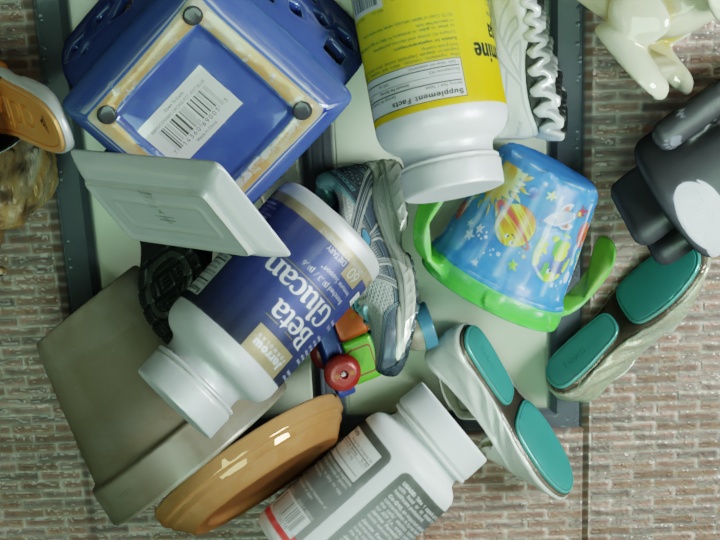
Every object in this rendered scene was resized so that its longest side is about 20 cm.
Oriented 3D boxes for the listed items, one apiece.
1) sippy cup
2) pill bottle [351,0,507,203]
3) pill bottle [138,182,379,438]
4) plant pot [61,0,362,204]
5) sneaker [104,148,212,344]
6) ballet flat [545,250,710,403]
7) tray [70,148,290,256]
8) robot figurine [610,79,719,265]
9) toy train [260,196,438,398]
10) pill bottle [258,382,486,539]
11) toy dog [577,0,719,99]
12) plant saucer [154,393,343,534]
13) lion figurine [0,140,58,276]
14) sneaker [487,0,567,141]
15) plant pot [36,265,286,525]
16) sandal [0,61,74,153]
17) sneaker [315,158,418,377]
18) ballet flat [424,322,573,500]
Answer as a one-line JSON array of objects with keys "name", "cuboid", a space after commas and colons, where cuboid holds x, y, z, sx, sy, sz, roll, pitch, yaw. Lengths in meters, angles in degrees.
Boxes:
[{"name": "sippy cup", "cuboid": [0.140, -0.035, 1.641, 0.139, 0.177, 0.131, 31, 104, 23]}, {"name": "pill bottle", "cuboid": [0.059, -0.162, 1.541, 0.111, 0.112, 0.202, -11, 85, 6]}, {"name": "pill bottle", "cuboid": [-0.086, 0.036, 1.533, 0.111, 0.111, 0.200, 45, 80, -18]}, {"name": "plant pot", "cuboid": [-0.124, -0.161, 1.550, 0.200, 0.180, 0.200, 41, 109, -18]}, {"name": "sneaker", "cuboid": [-0.156, -0.022, 1.630, 0.075, 0.091, 0.202, -24, 80, 27]}, {"name": "ballet flat", "cuboid": [0.252, 0.049, 1.721, 0.200, 0.068, 0.062, -42, 136, 22]}, {"name": "tray", "cuboid": [-0.150, -0.049, 1.491, 0.022, 0.199, 0.108, -54, 127, -24]}, {"name": "robot figurine", "cuboid": [0.315, -0.094, 1.611, 0.199, 0.150, 0.125, -36, 88, 17]}, {"name": "toy train", "cuboid": [-0.008, 0.002, 1.690, 0.115, 0.085, 0.202, -21, 107, -7]}, {"name": "pill bottle", "cuboid": [0.014, 0.206, 1.736, 0.200, 0.114, 0.114, -41, 110, 0]}, {"name": "toy dog", "cuboid": [0.277, -0.266, 1.537, 0.200, 0.139, 0.195, -44, 71, 21]}, {"name": "plant saucer", "cuboid": [-0.095, 0.182, 1.707, 0.200, 0.200, 0.038, -38, 78, 16]}, {"name": "lion figurine", "cuboid": [-0.363, -0.057, 1.659, 0.197, 0.072, 0.124, -1, 82, 8]}, {"name": "sneaker", "cuboid": [0.125, -0.199, 1.593, 0.080, 0.075, 0.202, -6, 115, 13]}, {"name": "plant pot", "cuboid": [-0.195, 0.100, 1.683, 0.199, 0.200, 0.174, -38, 94, 17]}, {"name": "sandal", "cuboid": [-0.309, -0.133, 1.561, 0.059, 0.206, 0.080, -29, 117, -26]}, {"name": "sneaker", "cuboid": [0.000, 0.000, 1.630, 0.085, 0.202, 0.078, -2, 154, -9]}, {"name": "ballet flat", "cuboid": [0.127, 0.136, 1.759, 0.069, 0.070, 0.201, -30, 107, 14]}]
